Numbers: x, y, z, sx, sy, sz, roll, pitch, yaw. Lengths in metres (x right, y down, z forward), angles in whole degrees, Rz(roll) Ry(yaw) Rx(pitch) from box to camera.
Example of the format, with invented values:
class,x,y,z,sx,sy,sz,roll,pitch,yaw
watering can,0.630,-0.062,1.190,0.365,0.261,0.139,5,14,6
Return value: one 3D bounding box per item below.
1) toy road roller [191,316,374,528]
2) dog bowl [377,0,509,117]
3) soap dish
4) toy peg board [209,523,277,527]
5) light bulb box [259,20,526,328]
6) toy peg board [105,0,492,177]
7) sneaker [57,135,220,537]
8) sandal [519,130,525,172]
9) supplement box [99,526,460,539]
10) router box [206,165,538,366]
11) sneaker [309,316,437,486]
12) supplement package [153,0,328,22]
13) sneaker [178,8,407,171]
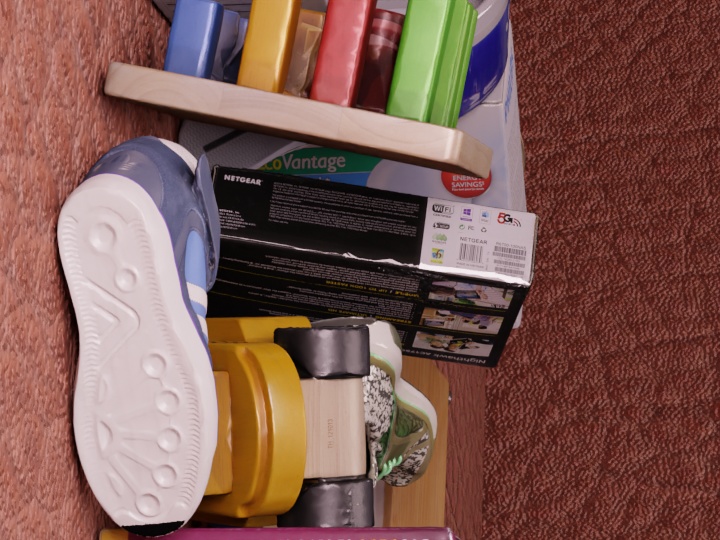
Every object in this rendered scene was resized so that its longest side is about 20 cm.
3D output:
class,x,y,z,sx,sy,sz,roll,pitch,yaw
toy road roller,-0.087,0.090,1.484,0.200,0.145,0.124,-2,-91,61
dog bowl,0.006,-0.181,1.779,0.201,0.199,0.079,-82,170,-49
soap dish,0.000,0.167,1.897,0.157,0.081,0.201,-43,-146,45
toy peg board,-0.063,0.113,1.724,0.200,0.097,0.200,76,31,-56
light bulb box,0.021,-0.070,1.881,0.125,0.197,0.201,-82,167,-54
toy peg board,-0.022,-0.123,1.464,0.200,0.198,0.098,6,96,-82
sneaker,-0.105,0.027,1.375,0.146,0.080,0.201,-51,134,-70
sandal,0.082,-0.130,1.943,0.054,0.080,0.201,-77,158,-52
supplement box,-0.038,0.199,1.419,0.131,0.199,0.104,51,39,-76
router box,0.000,0.000,1.573,0.149,0.199,0.051,105,-6,-67
sneaker,-0.002,0.106,1.601,0.200,0.076,0.089,63,31,-59
supplement package,-0.065,-0.208,1.590,0.200,0.109,0.114,51,39,-78
sneaker,-0.023,-0.119,1.603,0.071,0.199,0.073,-59,128,-67
